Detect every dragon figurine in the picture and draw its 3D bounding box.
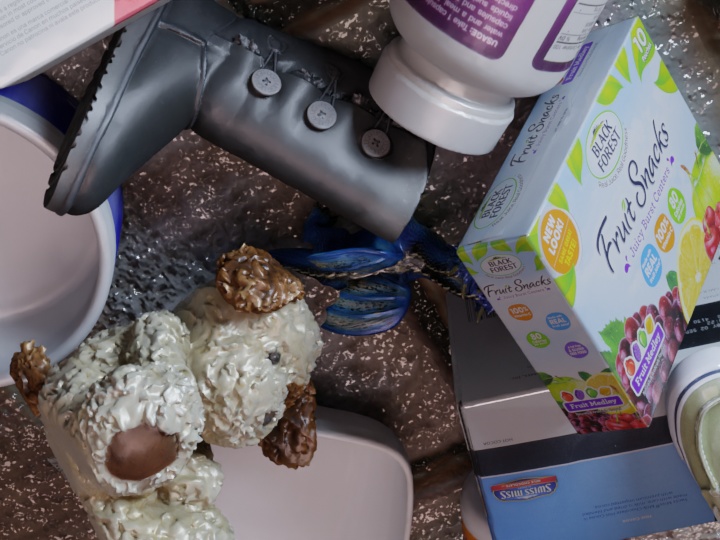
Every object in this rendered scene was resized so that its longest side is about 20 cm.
[{"bbox_3d":[0.000,0.000,0.935,0.199,0.100,0.059,-10,119,5],"label":"dragon figurine"}]

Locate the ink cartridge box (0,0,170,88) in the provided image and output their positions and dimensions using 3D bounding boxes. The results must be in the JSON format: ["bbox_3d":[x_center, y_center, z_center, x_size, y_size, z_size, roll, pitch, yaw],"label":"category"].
[{"bbox_3d":[-0.169,-0.216,0.777,0.145,0.083,0.201,-28,100,2],"label":"ink cartridge box"}]

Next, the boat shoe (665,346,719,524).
[{"bbox_3d":[0.237,0.130,0.880,0.072,0.062,0.200,-27,119,12],"label":"boat shoe"}]

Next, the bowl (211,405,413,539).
[{"bbox_3d":[-0.067,0.169,1.047,0.199,0.075,0.201,8,120,-4],"label":"bowl"}]

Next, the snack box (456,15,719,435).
[{"bbox_3d":[0.141,-0.029,0.865,0.053,0.200,0.142,-14,124,40],"label":"snack box"}]

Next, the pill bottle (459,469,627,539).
[{"bbox_3d":[0.133,0.229,1.062,0.112,0.112,0.201,-7,120,4],"label":"pill bottle"}]

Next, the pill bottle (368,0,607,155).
[{"bbox_3d":[0.083,-0.168,0.832,0.112,0.112,0.200,23,117,-13],"label":"pill bottle"}]

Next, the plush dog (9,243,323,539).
[{"bbox_3d":[-0.100,0.069,0.900,0.171,0.161,0.200,-28,143,-19],"label":"plush dog"}]

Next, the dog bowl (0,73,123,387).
[{"bbox_3d":[-0.247,-0.030,0.928,0.199,0.079,0.201,0,120,-1],"label":"dog bowl"}]

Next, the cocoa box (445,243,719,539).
[{"bbox_3d":[0.165,0.079,0.962,0.199,0.134,0.132,-12,121,6],"label":"cocoa box"}]

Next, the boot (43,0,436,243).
[{"bbox_3d":[-0.061,-0.066,0.875,0.199,0.165,0.066,27,161,-17],"label":"boot"}]
